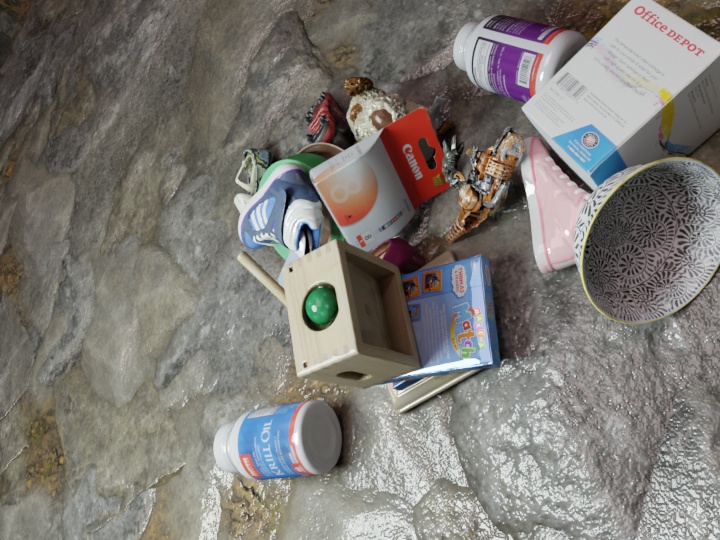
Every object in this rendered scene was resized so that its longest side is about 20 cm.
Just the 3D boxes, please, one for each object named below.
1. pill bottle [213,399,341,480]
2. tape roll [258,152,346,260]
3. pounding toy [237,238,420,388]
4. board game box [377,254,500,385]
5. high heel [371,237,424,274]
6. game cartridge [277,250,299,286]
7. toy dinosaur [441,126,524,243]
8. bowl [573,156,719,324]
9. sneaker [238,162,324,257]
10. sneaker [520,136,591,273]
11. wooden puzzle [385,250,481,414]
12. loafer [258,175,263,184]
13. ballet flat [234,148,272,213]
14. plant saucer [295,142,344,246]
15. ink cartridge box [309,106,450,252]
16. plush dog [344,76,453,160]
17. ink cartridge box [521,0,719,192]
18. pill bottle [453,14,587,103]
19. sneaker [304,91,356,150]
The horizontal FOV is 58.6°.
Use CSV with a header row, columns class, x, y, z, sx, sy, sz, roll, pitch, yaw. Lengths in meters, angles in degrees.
class,x,y,z,sx,sy,sz,roll,pitch,yaw
pill bottle,-0.138,0.275,1.028,0.198,0.112,0.114,-17,62,32
tape roll,-0.092,-0.098,1.108,0.199,0.048,0.203,19,122,32
pounding toy,-0.043,0.055,0.880,0.141,0.199,0.186,-26,63,28
board game box,0.096,0.075,0.923,0.198,0.036,0.153,-15,68,32
high heel,0.000,0.000,1.042,0.199,0.096,0.068,-29,57,25
game cartridge,-0.071,0.055,1.073,0.201,0.040,0.134,57,133,28
toy dinosaur,0.169,-0.126,0.941,0.200,0.102,0.137,-43,35,29
bowl,0.329,-0.047,0.773,0.201,0.200,0.094,-51,26,9
sneaker,-0.128,-0.059,1.039,0.200,0.080,0.148,-49,52,38
sneaker,0.284,-0.101,0.881,0.104,0.075,0.203,-15,66,30
wooden puzzle,0.090,0.089,0.970,0.184,0.046,0.202,-34,55,23
loafer,-0.111,-0.171,1.208,0.198,0.063,0.072,-14,42,34
ballet flat,-0.221,-0.157,1.291,0.074,0.074,0.203,-15,61,32
plant saucer,-0.043,-0.124,1.110,0.199,0.037,0.203,19,122,32
ink cartridge box,0.044,-0.130,0.985,0.198,0.163,0.050,-28,40,5
plush dog,0.045,-0.246,1.080,0.160,0.201,0.171,-38,56,-23
ink cartridge box,0.347,-0.208,0.826,0.200,0.144,0.148,-43,52,16
pill bottle,0.239,-0.321,0.976,0.199,0.112,0.113,35,95,41
sneaker,-0.051,-0.268,1.208,0.071,0.097,0.201,-50,26,25
